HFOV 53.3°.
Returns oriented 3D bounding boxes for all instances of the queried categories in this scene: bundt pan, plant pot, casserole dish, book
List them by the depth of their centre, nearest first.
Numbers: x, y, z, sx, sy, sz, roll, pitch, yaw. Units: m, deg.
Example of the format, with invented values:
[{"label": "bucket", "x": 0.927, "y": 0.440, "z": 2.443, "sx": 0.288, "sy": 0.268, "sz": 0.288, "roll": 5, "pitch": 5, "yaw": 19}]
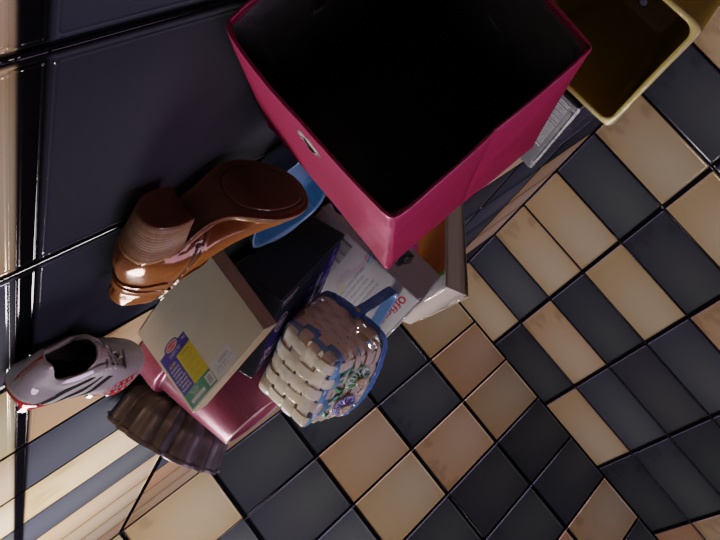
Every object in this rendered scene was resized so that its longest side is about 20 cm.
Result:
[{"label": "casserole dish", "x": -0.083, "y": -0.099, "z": 0.843, "sx": 0.121, "sy": 0.039, "sz": 0.200, "roll": -36, "pitch": 170, "yaw": -29}, {"label": "plant pot", "x": 0.379, "y": -0.369, "z": 1.006, "sx": 0.200, "sy": 0.194, "sz": 0.196, "roll": -40, "pitch": 172, "yaw": -33}, {"label": "plant pot", "x": -0.201, "y": 0.145, "z": 1.061, "sx": 0.199, "sy": 0.179, "sz": 0.200, "roll": -39, "pitch": 171, "yaw": -7}, {"label": "bundt pan", "x": -0.294, "y": 0.240, "z": 1.138, "sx": 0.076, "sy": 0.200, "sz": 0.202, "roll": -62, "pitch": 173, "yaw": -8}, {"label": "book", "x": 0.112, "y": -0.028, "z": 1.177, "sx": 0.048, "sy": 0.202, "sz": 0.133, "roll": 22, "pitch": 145, "yaw": -29}]

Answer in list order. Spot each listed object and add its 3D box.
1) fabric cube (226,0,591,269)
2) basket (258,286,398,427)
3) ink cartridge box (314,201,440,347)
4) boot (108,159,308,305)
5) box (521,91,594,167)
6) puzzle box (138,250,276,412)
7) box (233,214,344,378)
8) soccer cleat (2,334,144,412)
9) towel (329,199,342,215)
[{"label": "fabric cube", "x": 0.034, "y": -0.150, "z": 0.603, "sx": 0.200, "sy": 0.197, "sz": 0.199, "roll": -40, "pitch": 172, "yaw": -6}, {"label": "basket", "x": -0.034, "y": 0.116, "z": 0.993, "sx": 0.200, "sy": 0.139, "sz": 0.177, "roll": -33, "pitch": 154, "yaw": -55}, {"label": "ink cartridge box", "x": 0.000, "y": 0.000, "z": 1.102, "sx": 0.146, "sy": 0.200, "sz": 0.087, "roll": -49, "pitch": 175, "yaw": 41}, {"label": "boot", "x": -0.160, "y": -0.034, "z": 0.733, "sx": 0.198, "sy": 0.074, "sz": 0.155, "roll": -14, "pitch": 157, "yaw": -37}, {"label": "box", "x": 0.389, "y": -0.333, "z": 1.369, "sx": 0.199, "sy": 0.124, "sz": 0.197, "roll": -36, "pitch": 168, "yaw": -25}, {"label": "puzzle box", "x": -0.197, "y": 0.072, "z": 0.893, "sx": 0.200, "sy": 0.133, "sz": 0.025, "roll": -46, "pitch": 167, "yaw": 36}, {"label": "box", "x": -0.111, "y": 0.026, "z": 0.971, "sx": 0.200, "sy": 0.078, "sz": 0.142, "roll": -50, "pitch": 165, "yaw": -55}, {"label": "soccer cleat", "x": -0.306, "y": 0.105, "z": 0.814, "sx": 0.085, "sy": 0.069, "sz": 0.199, "roll": -39, "pitch": 167, "yaw": 22}, {"label": "towel", "x": 0.015, "y": -0.137, "z": 0.883, "sx": 0.148, "sy": 0.049, "sz": 0.200, "roll": -55, "pitch": 178, "yaw": -3}]
